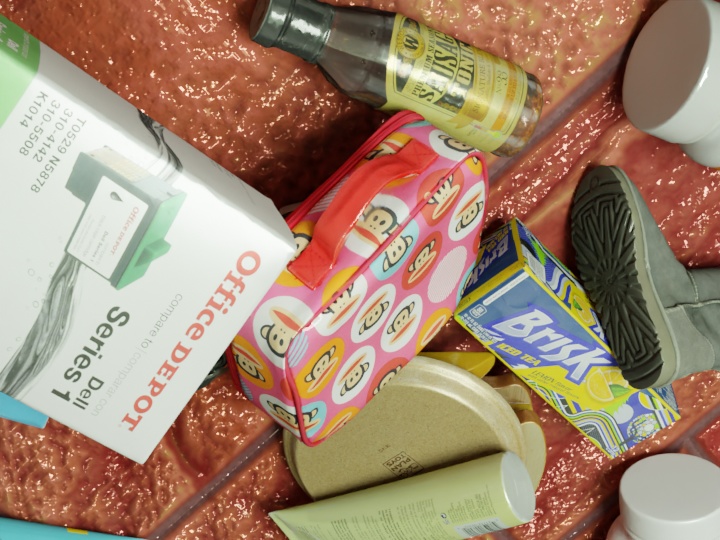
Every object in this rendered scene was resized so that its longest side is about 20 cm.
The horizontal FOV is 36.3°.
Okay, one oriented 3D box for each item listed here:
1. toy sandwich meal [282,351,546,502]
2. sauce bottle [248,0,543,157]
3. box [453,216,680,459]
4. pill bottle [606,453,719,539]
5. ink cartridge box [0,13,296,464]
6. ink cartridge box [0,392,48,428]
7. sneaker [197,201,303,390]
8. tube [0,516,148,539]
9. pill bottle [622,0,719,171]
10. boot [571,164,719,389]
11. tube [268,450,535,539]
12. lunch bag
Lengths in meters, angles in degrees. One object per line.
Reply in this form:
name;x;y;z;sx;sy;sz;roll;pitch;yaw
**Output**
toy sandwich meal;0.041;0.125;0.835;0.203;0.070;0.207;4;125;6
sauce bottle;0.025;-0.133;0.719;0.198;0.066;0.066;16;108;-23
box;0.155;0.054;0.829;0.070;0.065;0.200;-36;119;24
pill bottle;0.270;0.264;0.933;0.119;0.120;0.202;-15;116;-9
ink cartridge box;-0.152;-0.017;0.548;0.199;0.084;0.147;33;98;-24
ink cartridge box;-0.256;-0.028;0.642;0.199;0.147;0.147;20;106;-23
sneaker;-0.083;0.034;0.753;0.199;0.082;0.077;-38;117;1
tube;-0.261;0.211;0.806;0.199;0.050;0.078;21;111;-28
pill bottle;0.294;-0.117;0.773;0.198;0.114;0.115;14;109;-20
boot;0.265;0.006;0.835;0.198;0.072;0.184;-5;77;-29
tube;0.029;0.180;0.807;0.199;0.059;0.052;-23;165;28
lunch bag;0.000;0.000;0.695;0.200;0.082;0.177;-45;155;-23
